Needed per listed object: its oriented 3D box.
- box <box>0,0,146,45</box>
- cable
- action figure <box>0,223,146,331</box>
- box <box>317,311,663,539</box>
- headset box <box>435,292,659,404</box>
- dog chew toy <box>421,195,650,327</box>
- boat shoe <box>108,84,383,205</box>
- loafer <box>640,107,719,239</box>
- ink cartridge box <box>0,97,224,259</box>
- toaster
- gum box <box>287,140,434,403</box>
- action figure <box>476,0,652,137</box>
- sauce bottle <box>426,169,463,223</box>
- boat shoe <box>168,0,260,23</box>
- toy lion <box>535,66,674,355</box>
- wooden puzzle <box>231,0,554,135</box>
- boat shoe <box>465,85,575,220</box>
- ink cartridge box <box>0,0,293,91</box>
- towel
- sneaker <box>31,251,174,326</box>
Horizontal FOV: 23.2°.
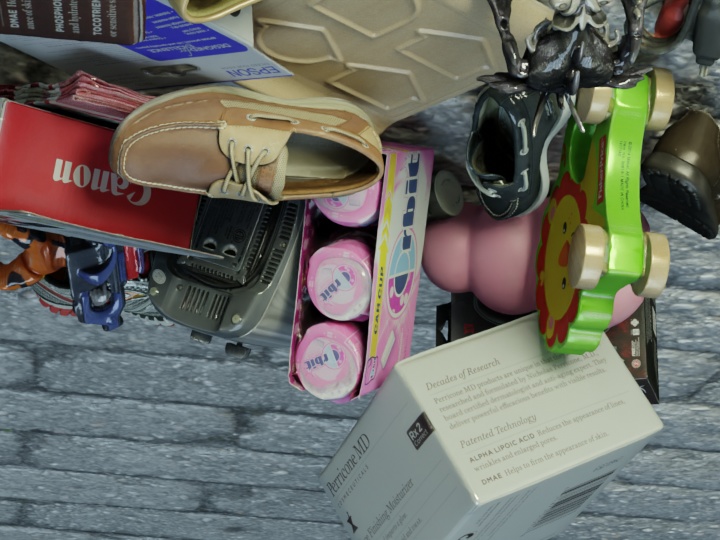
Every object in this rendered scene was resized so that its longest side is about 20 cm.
[{"bbox_3d":[-0.206,-0.235,0.926,0.199,0.166,0.164,4,158,-5],"label":"box"},{"bbox_3d":[0.233,-0.200,1.169,0.097,0.050,0.200,16,147,11],"label":"cable"},{"bbox_3d":[-0.260,-0.047,1.523,0.193,0.105,0.200,0,131,-12],"label":"action figure"},{"bbox_3d":[0.102,0.148,1.429,0.200,0.131,0.199,-17,155,-31],"label":"box"},{"bbox_3d":[0.166,0.048,1.598,0.199,0.149,0.077,-4,156,16],"label":"headset box"},{"bbox_3d":[0.143,-0.014,1.496,0.199,0.125,0.125,4,158,14],"label":"dog chew toy"},{"bbox_3d":[-0.074,-0.083,1.225,0.199,0.072,0.076,-6,124,-21],"label":"boat shoe"},{"bbox_3d":[0.267,-0.077,1.388,0.073,0.071,0.200,31,178,11],"label":"loafer"},{"bbox_3d":[-0.217,-0.069,1.304,0.175,0.084,0.200,9,178,42],"label":"ink cartridge box"},{"bbox_3d":[-0.081,-0.030,1.415,0.113,0.201,0.129,16,174,24],"label":"toaster"},{"bbox_3d":[0.000,0.000,1.382,0.066,0.201,0.113,9,-171,19],"label":"gum box"},{"bbox_3d":[0.135,-0.180,1.121,0.118,0.102,0.200,1,142,-3],"label":"action figure"},{"bbox_3d":[-0.001,-0.043,1.506,0.200,0.065,0.065,-19,150,37],"label":"sauce bottle"},{"bbox_3d":[-0.028,-0.204,1.054,0.199,0.067,0.074,-24,147,7],"label":"boat shoe"},{"bbox_3d":[0.173,-0.040,1.331,0.068,0.201,0.192,6,168,-10],"label":"toy lion"},{"bbox_3d":[0.012,-0.170,1.226,0.185,0.046,0.200,21,147,-39],"label":"wooden puzzle"},{"bbox_3d":[0.109,-0.093,1.345,0.060,0.076,0.200,-33,156,-21],"label":"boat shoe"},{"bbox_3d":[-0.175,-0.175,1.175,0.198,0.044,0.200,0,163,40],"label":"ink cartridge box"},{"bbox_3d":[-0.185,-0.118,1.314,0.144,0.023,0.200,13,176,-31],"label":"towel"},{"bbox_3d":[-0.217,0.004,1.614,0.199,0.078,0.082,-3,156,11],"label":"sneaker"}]
